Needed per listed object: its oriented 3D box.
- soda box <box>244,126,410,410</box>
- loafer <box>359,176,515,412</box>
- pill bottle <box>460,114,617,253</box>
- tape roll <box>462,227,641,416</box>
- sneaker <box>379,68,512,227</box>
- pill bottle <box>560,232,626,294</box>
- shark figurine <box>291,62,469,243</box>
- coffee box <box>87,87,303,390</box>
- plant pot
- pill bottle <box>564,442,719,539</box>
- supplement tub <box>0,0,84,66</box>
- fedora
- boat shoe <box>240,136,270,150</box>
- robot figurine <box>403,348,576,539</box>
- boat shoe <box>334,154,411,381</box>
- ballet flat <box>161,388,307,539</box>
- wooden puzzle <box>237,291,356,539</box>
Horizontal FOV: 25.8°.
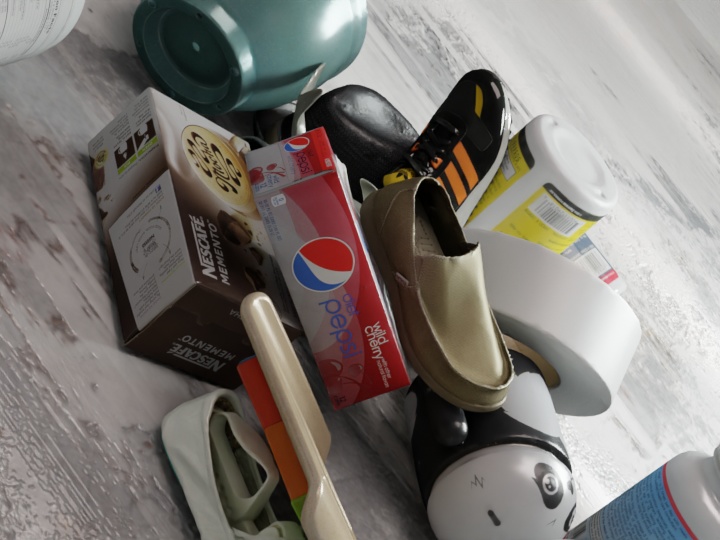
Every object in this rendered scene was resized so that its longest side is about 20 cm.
[{"bbox_3d":[-0.023,0.002,1.149,0.070,0.063,0.201,-108,179,-56],"label":"soda box"},{"bbox_3d":[0.062,0.014,1.212,0.076,0.067,0.201,-15,70,-39],"label":"loafer"},{"bbox_3d":[0.134,-0.044,1.472,0.111,0.200,0.112,34,31,-25],"label":"pill bottle"},{"bbox_3d":[0.138,0.047,1.367,0.202,0.202,0.071,37,69,-23],"label":"tape roll"},{"bbox_3d":[0.065,-0.088,1.403,0.070,0.201,0.090,34,16,36],"label":"sneaker"},{"bbox_3d":[0.164,-0.026,1.592,0.200,0.120,0.119,53,26,8],"label":"pill bottle"},{"bbox_3d":[-0.004,-0.059,1.339,0.215,0.128,0.089,49,28,7],"label":"shark figurine"},{"bbox_3d":[-0.127,-0.024,1.179,0.113,0.080,0.201,28,33,-42],"label":"coffee box"},{"bbox_3d":[-0.113,-0.218,1.368,0.200,0.200,0.134,47,54,-5],"label":"plant pot"},{"bbox_3d":[0.267,0.223,1.329,0.109,0.200,0.109,36,29,-24],"label":"pill bottle"},{"bbox_3d":[-0.293,-0.198,1.096,0.132,0.132,0.200,49,26,0],"label":"supplement tub"},{"bbox_3d":[-0.003,-0.110,1.469,0.200,0.092,0.201,37,29,-25],"label":"fedora"},{"bbox_3d":[-0.080,-0.042,1.269,0.200,0.072,0.062,-101,168,-57],"label":"boat shoe"},{"bbox_3d":[0.104,0.141,1.267,0.149,0.125,0.201,8,41,-18],"label":"robot figurine"},{"bbox_3d":[0.000,0.000,1.276,0.074,0.065,0.201,-156,-123,-83],"label":"boat shoe"},{"bbox_3d":[-0.073,0.164,1.032,0.069,0.069,0.201,11,45,-51],"label":"ballet flat"},{"bbox_3d":[-0.035,0.140,1.063,0.200,0.037,0.186,-110,179,-46],"label":"wooden puzzle"}]
